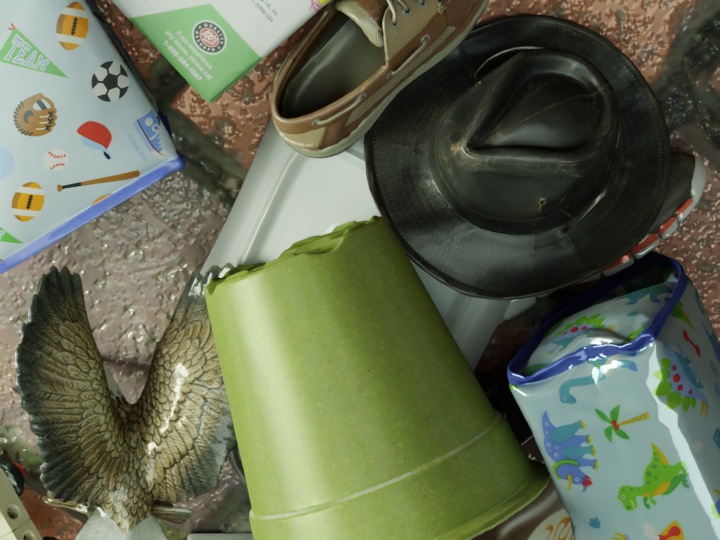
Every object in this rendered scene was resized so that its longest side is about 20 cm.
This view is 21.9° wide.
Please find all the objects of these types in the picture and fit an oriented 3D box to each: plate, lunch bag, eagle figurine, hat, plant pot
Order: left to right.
[{"bbox_3d":[-0.238,-0.095,1.149,0.199,0.124,0.171,-33,114,1],"label":"lunch bag"},{"bbox_3d":[-0.155,0.098,1.233,0.150,0.152,0.201,32,134,13],"label":"eagle figurine"},{"bbox_3d":[-0.007,0.074,1.150,0.199,0.200,0.191,-20,94,4],"label":"plant pot"},{"bbox_3d":[0.000,0.000,1.231,0.198,0.032,0.201,28,111,3],"label":"plate"},{"bbox_3d":[0.103,-0.081,1.159,0.199,0.081,0.203,1,77,-3],"label":"hat"},{"bbox_3d":[0.186,0.093,1.176,0.127,0.200,0.171,-18,101,28],"label":"lunch bag"}]

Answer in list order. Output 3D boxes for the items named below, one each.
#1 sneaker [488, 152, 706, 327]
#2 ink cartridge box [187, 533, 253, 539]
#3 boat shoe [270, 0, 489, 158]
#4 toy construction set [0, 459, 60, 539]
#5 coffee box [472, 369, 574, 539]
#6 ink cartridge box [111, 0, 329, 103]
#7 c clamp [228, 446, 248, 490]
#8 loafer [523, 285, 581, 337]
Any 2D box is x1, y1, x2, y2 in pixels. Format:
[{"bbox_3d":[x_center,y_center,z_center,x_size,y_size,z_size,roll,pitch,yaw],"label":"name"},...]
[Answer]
[{"bbox_3d":[0.133,-0.036,1.239,0.199,0.077,0.082,-29,107,7],"label":"sneaker"},{"bbox_3d":[-0.024,0.257,1.315,0.198,0.145,0.085,0,116,-5],"label":"ink cartridge box"},{"bbox_3d":[0.017,-0.154,1.152,0.076,0.072,0.201,38,95,16],"label":"boat shoe"},{"bbox_3d":[-0.275,0.204,1.304,0.131,0.092,0.200,-27,109,37],"label":"toy construction set"},{"bbox_3d":[0.140,0.172,1.314,0.114,0.080,0.200,-41,120,12],"label":"coffee box"},{"bbox_3d":[-0.066,-0.226,1.126,0.200,0.084,0.145,-39,112,12],"label":"ink cartridge box"},{"bbox_3d":[0.012,0.129,1.325,0.199,0.027,0.172,-23,114,5],"label":"c clamp"},{"bbox_3d":[0.197,0.067,1.300,0.200,0.075,0.070,39,75,-20],"label":"loafer"}]
